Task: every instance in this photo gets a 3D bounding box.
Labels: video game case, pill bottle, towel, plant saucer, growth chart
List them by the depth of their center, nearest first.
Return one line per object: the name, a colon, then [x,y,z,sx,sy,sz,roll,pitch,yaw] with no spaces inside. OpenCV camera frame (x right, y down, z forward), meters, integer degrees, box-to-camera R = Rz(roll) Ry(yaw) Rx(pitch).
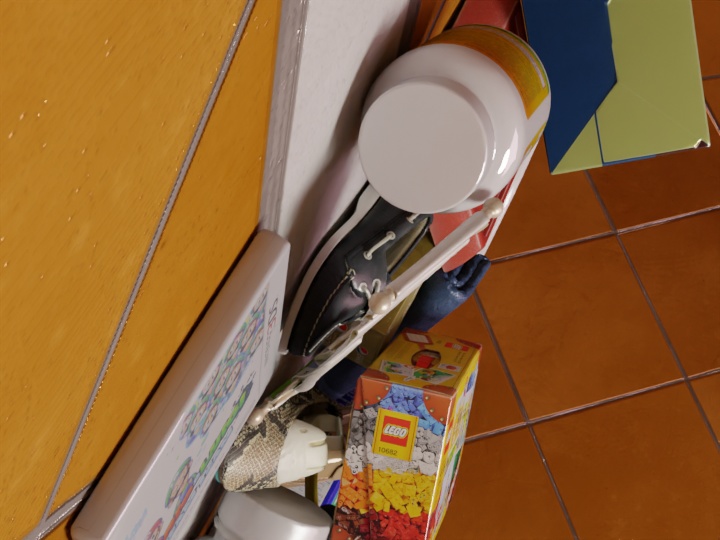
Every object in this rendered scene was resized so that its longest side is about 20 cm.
video game case: [-0.100,0.098,0.722,0.200,0.024,0.182,-60,172,-28]
growth chart: [0.011,0.028,0.825,0.145,0.018,0.200,-39,176,-41]
pill bottle: [0.063,-0.103,0.839,0.111,0.111,0.200,-66,173,22]
pill bottle: [-0.101,0.273,0.981,0.114,0.114,0.201,-3,117,-82]
plant saucer: [0.106,-0.127,1.067,0.201,0.037,0.200,-65,154,-26]
towel: [0.033,0.048,1.206,0.200,0.049,0.112,-40,-175,29]

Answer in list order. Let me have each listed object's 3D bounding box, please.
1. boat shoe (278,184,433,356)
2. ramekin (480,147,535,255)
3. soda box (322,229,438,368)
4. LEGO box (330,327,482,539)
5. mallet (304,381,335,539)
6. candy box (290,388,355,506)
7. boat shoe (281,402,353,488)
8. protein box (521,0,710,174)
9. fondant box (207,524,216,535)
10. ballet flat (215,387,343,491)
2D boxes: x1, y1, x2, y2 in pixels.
boat shoe: [0.000,0.000,0.956,0.200,0.060,0.076,-58,172,-40]
ramekin: [0.111,-0.085,1.330,0.201,0.097,0.201,-62,174,-12]
soda box: [0.029,-0.012,1.102,0.200,0.068,0.064,-59,173,-34]
LEGO box: [0.042,0.144,1.037,0.200,0.077,0.150,-35,136,-75]
mallet: [-0.037,0.165,1.086,0.066,0.041,0.201,-34,-140,39]
candy box: [-0.054,0.224,1.324,0.200,0.077,0.169,-60,172,-23]
boat shoe: [-0.013,0.166,1.196,0.200,0.064,0.072,-15,109,-47]
protein box: [0.216,-0.207,1.084,0.200,0.134,0.199,-59,139,-73]
fondant box: [-0.080,0.306,1.142,0.058,0.144,0.200,-58,171,-41]
ballet flat: [-0.052,0.133,0.997,0.200,0.075,0.068,-33,136,-76]
